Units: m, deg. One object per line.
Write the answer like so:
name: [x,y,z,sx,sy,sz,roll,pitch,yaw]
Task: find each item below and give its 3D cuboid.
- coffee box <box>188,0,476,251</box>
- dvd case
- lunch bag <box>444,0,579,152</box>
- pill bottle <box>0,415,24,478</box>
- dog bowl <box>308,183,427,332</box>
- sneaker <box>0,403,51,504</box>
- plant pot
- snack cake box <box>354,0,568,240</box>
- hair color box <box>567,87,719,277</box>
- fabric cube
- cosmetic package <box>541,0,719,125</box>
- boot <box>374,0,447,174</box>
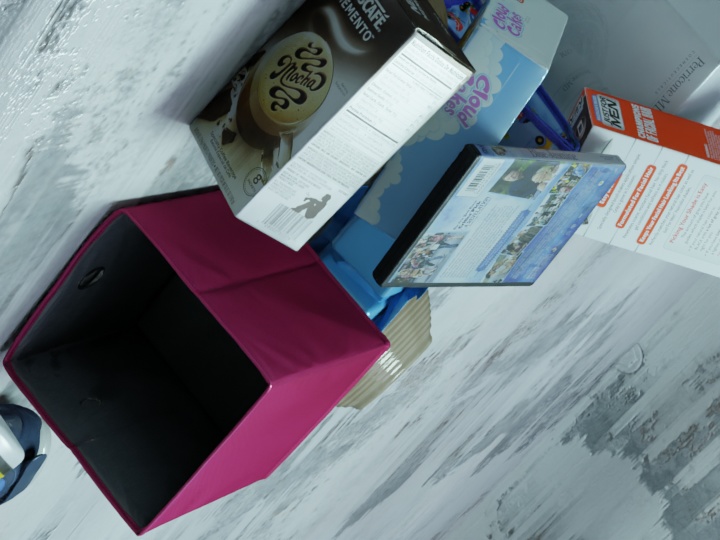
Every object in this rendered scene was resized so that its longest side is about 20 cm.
coffee box: [-0.024,-0.131,1.489,0.200,0.113,0.080,-45,137,16]
dvd case: [0.113,-0.041,1.583,0.199,0.018,0.143,0,136,-48]
lunch bag: [0.094,-0.112,1.686,0.094,0.200,0.151,-18,153,-54]
pill bottle: [-0.369,0.162,1.523,0.199,0.112,0.111,-37,164,-8]
dog bowl: [0.000,0.000,1.714,0.200,0.111,0.050,-48,175,35]
sneaker: [-0.351,0.199,1.724,0.200,0.081,0.146,-49,159,10]
plant pot: [0.003,0.068,1.899,0.201,0.093,0.201,-43,180,0]
snack cake box: [0.081,-0.124,1.571,0.201,0.067,0.115,-56,-177,31]
hair color box: [0.263,-0.072,1.692,0.064,0.198,0.111,-93,-157,-51]
fabric cube: [-0.136,0.067,1.650,0.196,0.200,0.199,-49,164,27]
cosmetic package: [0.223,-0.191,1.775,0.200,0.200,0.123,-50,162,31]
boot: [-0.013,-0.141,1.610,0.144,0.071,0.202,-15,-135,51]
